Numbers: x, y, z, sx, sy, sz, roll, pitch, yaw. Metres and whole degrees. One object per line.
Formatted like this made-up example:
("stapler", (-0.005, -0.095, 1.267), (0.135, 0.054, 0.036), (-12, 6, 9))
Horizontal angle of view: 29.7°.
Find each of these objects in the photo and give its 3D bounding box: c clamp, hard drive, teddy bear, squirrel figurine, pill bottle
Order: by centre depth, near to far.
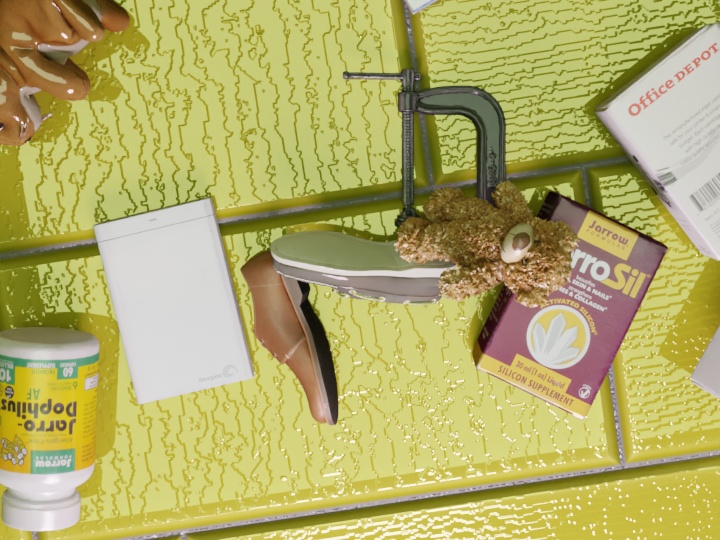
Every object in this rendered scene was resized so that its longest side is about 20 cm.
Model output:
("teddy bear", (0.121, -0.034, 1.364), (0.144, 0.200, 0.067), (-29, 128, -14))
("squirrel figurine", (-0.366, -0.232, 1.386), (0.200, 0.142, 0.187), (37, 105, -15))
("pill bottle", (-0.338, 0.168, 1.448), (0.112, 0.113, 0.202), (4, 97, 0))
("c clamp", (0.074, -0.120, 1.455), (0.169, 0.027, 0.202), (-6, 95, -4))
("hard drive", (-0.202, 0.033, 1.474), (0.131, 0.027, 0.202), (-13, 97, 3))

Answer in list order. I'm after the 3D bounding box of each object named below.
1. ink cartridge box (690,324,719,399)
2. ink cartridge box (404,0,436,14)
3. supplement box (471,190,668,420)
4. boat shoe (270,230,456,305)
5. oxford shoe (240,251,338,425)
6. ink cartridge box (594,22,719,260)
("ink cartridge box", (0.456, 0.063, 1.409), (0.146, 0.086, 0.201), (23, 97, -36))
("ink cartridge box", (0.088, -0.400, 1.410), (0.197, 0.043, 0.201), (-29, 93, 4))
("supplement box", (0.217, 0.034, 1.429), (0.130, 0.103, 0.201), (25, 96, -1))
("boat shoe", (0.001, 0.002, 1.428), (0.200, 0.072, 0.061), (4, 127, -15))
("oxford shoe", (-0.075, 0.076, 1.460), (0.071, 0.071, 0.201), (-21, 85, 8))
("ink cartridge box", (0.363, -0.135, 1.416), (0.146, 0.084, 0.200), (-37, 94, 4))
